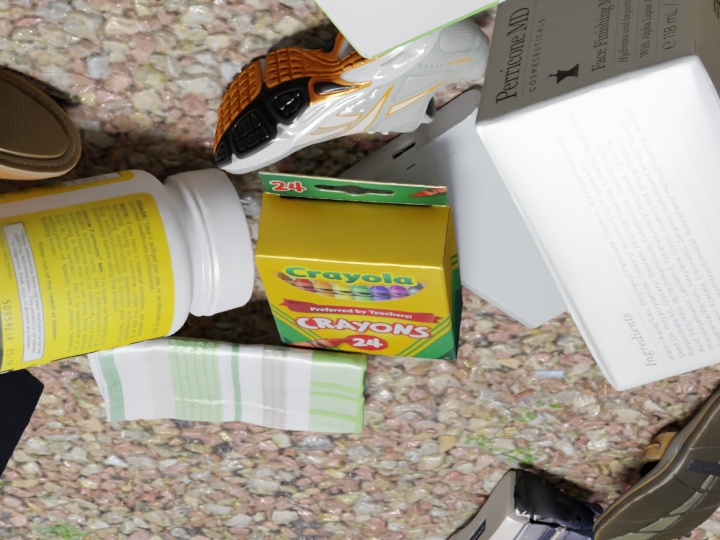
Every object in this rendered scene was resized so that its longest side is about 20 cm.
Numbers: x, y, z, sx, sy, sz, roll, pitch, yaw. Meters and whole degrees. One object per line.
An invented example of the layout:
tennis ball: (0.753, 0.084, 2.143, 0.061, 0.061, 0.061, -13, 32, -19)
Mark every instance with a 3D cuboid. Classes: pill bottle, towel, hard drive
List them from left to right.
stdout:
pill bottle: (-0.178, -0.003, 1.381, 0.200, 0.114, 0.114, -12, 146, -21)
towel: (-0.096, 0.087, 1.560, 0.200, 0.031, 0.149, 5, 160, 1)
hard drive: (0.098, -0.038, 1.448, 0.132, 0.026, 0.200, -32, 132, 34)

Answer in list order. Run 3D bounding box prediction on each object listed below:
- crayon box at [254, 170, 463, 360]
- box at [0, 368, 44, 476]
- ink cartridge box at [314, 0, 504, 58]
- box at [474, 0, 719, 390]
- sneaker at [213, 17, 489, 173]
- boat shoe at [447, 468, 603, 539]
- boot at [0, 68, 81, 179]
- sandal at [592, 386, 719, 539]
crayon box: (0.000, 0.000, 1.425, 0.127, 0.051, 0.200, 4, 157, 8)
box: (-0.363, 0.074, 1.455, 0.200, 0.118, 0.197, -4, 141, 41)
ink cartridge box: (0.045, -0.225, 1.070, 0.145, 0.200, 0.084, -22, 134, 25)
box: (0.171, -0.077, 1.223, 0.131, 0.199, 0.200, -18, 121, 21)
sneaker: (-0.004, -0.105, 1.328, 0.200, 0.076, 0.092, -28, 138, 33)
boat shoe: (0.126, 0.247, 1.769, 0.093, 0.075, 0.200, 21, 137, -13)
boot: (-0.291, -0.070, 1.379, 0.200, 0.074, 0.155, 14, 144, -13)
sandal: (0.253, 0.147, 1.668, 0.082, 0.055, 0.200, 14, 126, -26)
